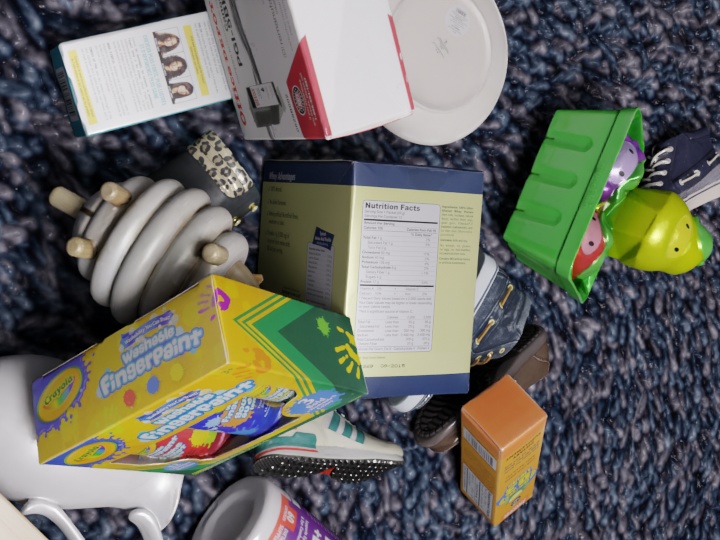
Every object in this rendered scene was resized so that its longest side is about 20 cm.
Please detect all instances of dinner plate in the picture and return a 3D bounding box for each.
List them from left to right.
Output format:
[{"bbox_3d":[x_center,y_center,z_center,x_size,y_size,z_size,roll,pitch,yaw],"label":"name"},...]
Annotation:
[{"bbox_3d":[0.081,-0.235,1.001,0.200,0.024,0.201,-3,96,-29],"label":"dinner plate"}]

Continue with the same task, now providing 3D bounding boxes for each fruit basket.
[{"bbox_3d":[0.286,-0.061,1.030,0.216,0.215,0.155,-66,156,-7],"label":"fruit basket"}]

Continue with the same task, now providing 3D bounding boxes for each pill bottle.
[{"bbox_3d":[-0.063,0.303,0.930,0.200,0.111,0.112,45,74,-25],"label":"pill bottle"}]

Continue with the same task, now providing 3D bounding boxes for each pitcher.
[{"bbox_3d":[-0.242,0.171,0.797,0.200,0.121,0.172,32,39,-31],"label":"pitcher"}]

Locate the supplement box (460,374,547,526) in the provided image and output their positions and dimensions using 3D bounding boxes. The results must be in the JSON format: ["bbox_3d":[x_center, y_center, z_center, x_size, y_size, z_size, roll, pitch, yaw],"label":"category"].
[{"bbox_3d":[0.149,0.196,0.999,0.066,0.069,0.200,-34,149,-18],"label":"supplement box"}]

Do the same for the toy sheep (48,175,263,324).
[{"bbox_3d":[-0.165,-0.015,0.756,0.200,0.138,0.138,35,77,4],"label":"toy sheep"}]

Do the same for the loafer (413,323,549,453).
[{"bbox_3d":[0.146,0.143,1.047,0.200,0.073,0.071,-37,111,-20],"label":"loafer"}]

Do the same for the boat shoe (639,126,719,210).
[{"bbox_3d":[0.364,-0.107,1.148,0.200,0.075,0.093,-24,93,-26],"label":"boat shoe"}]

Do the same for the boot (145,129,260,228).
[{"bbox_3d":[-0.145,-0.013,0.868,0.154,0.073,0.204,-38,108,-14],"label":"boot"}]

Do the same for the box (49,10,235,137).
[{"bbox_3d":[-0.171,-0.186,0.855,0.200,0.049,0.083,-20,105,-25],"label":"box"}]

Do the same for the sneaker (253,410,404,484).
[{"bbox_3d":[-0.031,0.161,0.954,0.199,0.070,0.094,15,54,-44],"label":"sneaker"}]

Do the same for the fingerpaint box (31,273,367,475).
[{"bbox_3d":[-0.124,0.093,0.730,0.167,0.200,0.074,22,46,-52],"label":"fingerpaint box"}]

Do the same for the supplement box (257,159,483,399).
[{"bbox_3d":[0.000,0.000,0.881,0.134,0.200,0.201,1,95,-29],"label":"supplement box"}]

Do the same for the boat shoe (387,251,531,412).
[{"bbox_3d":[0.114,0.084,1.023,0.091,0.071,0.201,39,75,-22],"label":"boat shoe"}]

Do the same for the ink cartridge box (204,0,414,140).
[{"bbox_3d":[-0.051,-0.186,0.778,0.083,0.200,0.147,-21,105,-22],"label":"ink cartridge box"}]

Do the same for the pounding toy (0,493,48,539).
[{"bbox_3d":[-0.355,0.225,0.739,0.142,0.184,0.200,-49,115,-29],"label":"pounding toy"}]
